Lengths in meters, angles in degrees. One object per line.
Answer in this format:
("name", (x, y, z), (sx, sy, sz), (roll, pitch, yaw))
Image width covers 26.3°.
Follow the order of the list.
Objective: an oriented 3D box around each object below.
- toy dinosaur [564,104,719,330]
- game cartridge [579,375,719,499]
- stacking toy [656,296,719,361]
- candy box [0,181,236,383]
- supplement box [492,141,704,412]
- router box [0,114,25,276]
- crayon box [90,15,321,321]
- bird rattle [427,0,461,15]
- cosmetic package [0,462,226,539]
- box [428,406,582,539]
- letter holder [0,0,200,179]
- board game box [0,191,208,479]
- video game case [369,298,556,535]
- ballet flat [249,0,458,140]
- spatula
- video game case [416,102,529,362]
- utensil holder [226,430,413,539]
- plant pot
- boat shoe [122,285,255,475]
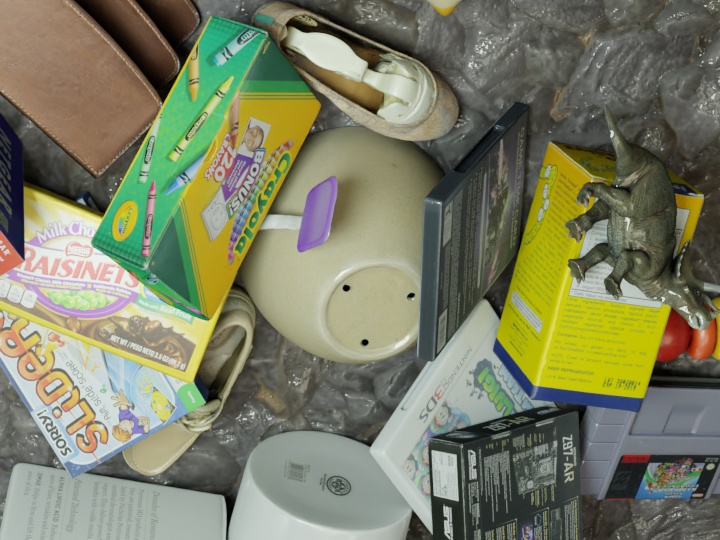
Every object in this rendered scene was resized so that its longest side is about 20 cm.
("toy dinosaur", (0.219, -0.042, 1.229), (0.102, 0.077, 0.202), (-24, 104, -24))
("game cartridge", (0.298, 0.163, 1.487), (0.198, 0.038, 0.131), (3, 115, -25))
("stacking toy", (0.352, 0.052, 1.435), (0.198, 0.086, 0.086), (-1, 120, -4))
("candy box", (-0.209, 0.008, 1.241), (0.198, 0.026, 0.103), (22, 96, -9))
("supplement box", (0.202, 0.005, 1.331), (0.108, 0.110, 0.202), (8, 108, -17))
("router box", (-0.340, -0.028, 1.154), (0.178, 0.200, 0.049), (-30, 121, 4))
("crayon box", (-0.115, -0.076, 1.179), (0.201, 0.058, 0.119), (-64, 154, -11))
("bird rattle", (0.066, -0.279, 1.165), (0.199, 0.113, 0.163), (33, 124, -23))
("cosmetic package", (-0.232, 0.297, 1.373), (0.198, 0.165, 0.166), (11, 117, -11))
("box", (0.135, 0.236, 1.386), (0.159, 0.043, 0.202), (-10, 100, -42))
("letter holder", (-0.221, -0.197, 1.143), (0.142, 0.101, 0.200), (-41, 120, 10))
("board game box", (-0.234, 0.055, 1.284), (0.135, 0.034, 0.201), (-30, 102, 5))
("video game case", (0.109, 0.159, 1.401), (0.183, 0.024, 0.201), (-54, 126, -27))
("ballet flat", (0.003, -0.154, 1.229), (0.198, 0.067, 0.069), (20, 89, -23))
("spatula", (-0.076, -0.037, 1.236), (0.020, 0.199, 0.057), (22, 71, -36))
("video game case", (0.094, -0.035, 1.264), (0.019, 0.200, 0.144), (13, 122, 20))
("utensil holder", (-0.046, 0.274, 1.412), (0.168, 0.170, 0.202), (8, 116, -17))
("plant pot", (0.000, 0.000, 1.284), (0.198, 0.135, 0.202), (-6, 121, -10))
("boat shoe", (-0.152, 0.108, 1.351), (0.072, 0.065, 0.201), (24, 111, -24))
